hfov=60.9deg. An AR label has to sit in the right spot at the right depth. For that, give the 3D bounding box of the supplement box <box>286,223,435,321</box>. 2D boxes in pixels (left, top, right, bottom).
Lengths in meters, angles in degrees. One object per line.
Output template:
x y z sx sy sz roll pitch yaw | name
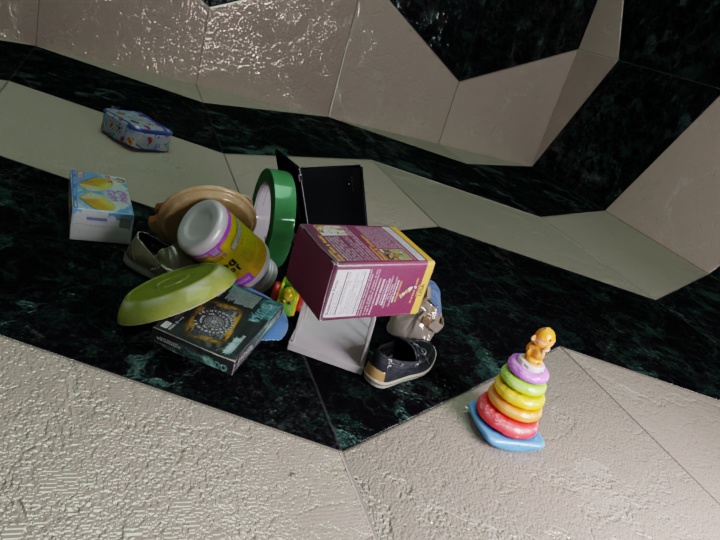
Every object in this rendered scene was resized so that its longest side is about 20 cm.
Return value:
0.000 0.000 0.988 0.196 0.105 0.131 -1 31 -35 | supplement box

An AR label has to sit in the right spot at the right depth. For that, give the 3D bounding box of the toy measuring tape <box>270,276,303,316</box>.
-0.136 0.050 1.178 0.072 0.075 0.200 16 0 -4 | toy measuring tape

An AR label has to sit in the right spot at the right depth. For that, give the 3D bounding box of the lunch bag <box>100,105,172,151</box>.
-0.653 -0.416 1.793 0.198 0.077 0.159 34 25 30 | lunch bag

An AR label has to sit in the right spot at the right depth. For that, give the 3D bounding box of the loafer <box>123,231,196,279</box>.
-0.344 -0.011 1.114 0.196 0.071 0.075 23 23 10 | loafer

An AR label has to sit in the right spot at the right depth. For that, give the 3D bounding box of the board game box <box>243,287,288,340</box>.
-0.222 0.086 1.028 0.196 0.040 0.158 3 29 -31 | board game box

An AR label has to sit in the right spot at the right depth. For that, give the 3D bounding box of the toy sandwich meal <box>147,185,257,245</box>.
-0.293 -0.104 1.155 0.201 0.206 0.071 7 51 -25 | toy sandwich meal

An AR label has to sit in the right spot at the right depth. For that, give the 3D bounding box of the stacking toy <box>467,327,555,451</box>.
0.261 0.177 0.981 0.113 0.204 0.110 9 24 -17 | stacking toy

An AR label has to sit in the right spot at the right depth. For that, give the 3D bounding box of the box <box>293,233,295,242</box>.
-0.089 -0.052 1.411 0.069 0.065 0.200 4 28 -30 | box

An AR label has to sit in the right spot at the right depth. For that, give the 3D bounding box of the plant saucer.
-0.297 0.029 0.979 0.195 0.032 0.200 -16 16 5 | plant saucer

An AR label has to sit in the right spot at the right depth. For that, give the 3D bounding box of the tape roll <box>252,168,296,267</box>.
-0.188 -0.109 1.286 0.047 0.204 0.201 5 26 -25 | tape roll

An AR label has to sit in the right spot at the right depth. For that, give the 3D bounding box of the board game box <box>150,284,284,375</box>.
-0.215 0.080 0.958 0.133 0.029 0.200 22 25 6 | board game box

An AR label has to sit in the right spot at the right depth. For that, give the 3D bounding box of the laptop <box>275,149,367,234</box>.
-0.084 -0.156 1.320 0.114 0.191 0.200 -20 36 -22 | laptop

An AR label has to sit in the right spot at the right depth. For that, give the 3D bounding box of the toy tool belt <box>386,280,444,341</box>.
0.119 0.056 1.248 0.122 0.125 0.201 17 22 -3 | toy tool belt

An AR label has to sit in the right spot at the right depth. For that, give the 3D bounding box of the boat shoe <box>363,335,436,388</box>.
0.080 0.151 1.086 0.074 0.063 0.198 31 23 30 | boat shoe

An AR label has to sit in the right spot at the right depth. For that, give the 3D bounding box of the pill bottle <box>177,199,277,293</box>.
-0.233 -0.034 1.116 0.104 0.105 0.200 37 -6 39 | pill bottle

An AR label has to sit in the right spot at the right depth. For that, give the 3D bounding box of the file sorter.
-0.033 0.065 1.110 0.136 0.127 0.201 18 23 1 | file sorter

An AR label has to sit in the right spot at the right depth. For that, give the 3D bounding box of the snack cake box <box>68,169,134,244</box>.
-0.532 -0.131 1.248 0.113 0.068 0.200 4 27 -29 | snack cake box
